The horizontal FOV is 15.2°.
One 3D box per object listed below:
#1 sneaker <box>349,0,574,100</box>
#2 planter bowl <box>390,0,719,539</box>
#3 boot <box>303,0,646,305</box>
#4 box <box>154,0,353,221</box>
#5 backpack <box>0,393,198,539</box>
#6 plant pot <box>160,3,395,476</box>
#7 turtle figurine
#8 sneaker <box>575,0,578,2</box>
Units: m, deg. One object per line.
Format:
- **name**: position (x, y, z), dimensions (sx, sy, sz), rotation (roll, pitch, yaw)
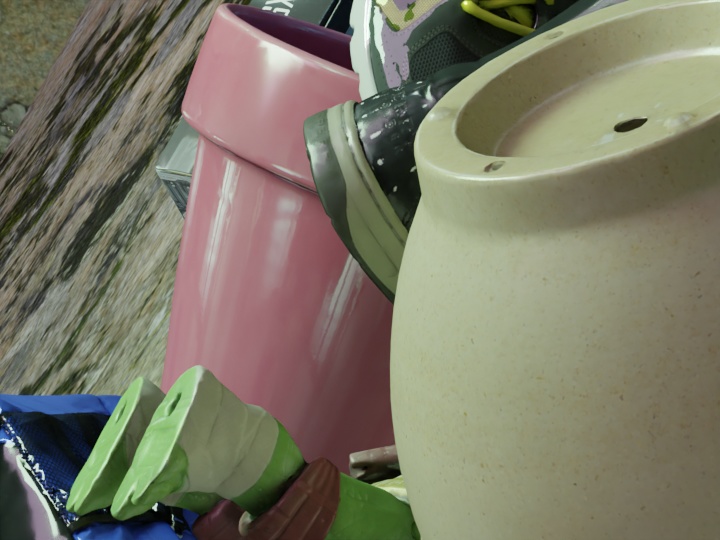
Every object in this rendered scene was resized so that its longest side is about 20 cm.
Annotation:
- **sneaker**: position (0.050, -0.125, 0.946), dimensions (0.085, 0.074, 0.201), rotation (150, 132, -65)
- **planter bowl**: position (0.092, 0.002, 0.757), dimensions (0.200, 0.135, 0.200), rotation (-18, 22, 8)
- **boot**: position (0.092, -0.020, 0.898), dimensions (0.153, 0.204, 0.074), rotation (-30, 47, 16)
- **box**: position (-0.017, -0.051, 1.362), dimensions (0.050, 0.200, 0.158), rotation (14, 61, 28)
- **backpack**: position (-0.095, 0.163, 1.136), dimensions (0.200, 0.167, 0.163), rotation (50, 128, 42)
- **plant pot**: position (0.000, 0.000, 1.186), dimensions (0.200, 0.199, 0.180), rotation (-126, 56, -76)
- **turtle figurine**: position (-0.007, 0.125, 0.872), dimensions (0.200, 0.194, 0.144), rotation (-54, 15, 18)
- **sneaker**: position (0.112, -0.058, 1.033), dimensions (0.200, 0.077, 0.084), rotation (-124, 31, -50)
